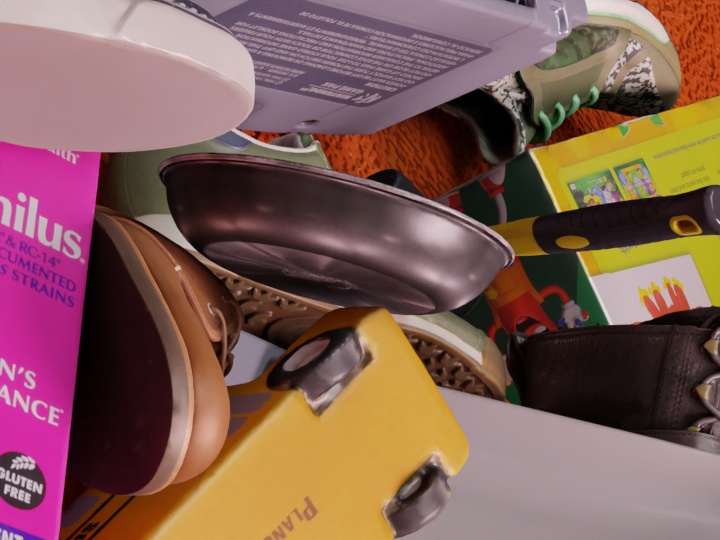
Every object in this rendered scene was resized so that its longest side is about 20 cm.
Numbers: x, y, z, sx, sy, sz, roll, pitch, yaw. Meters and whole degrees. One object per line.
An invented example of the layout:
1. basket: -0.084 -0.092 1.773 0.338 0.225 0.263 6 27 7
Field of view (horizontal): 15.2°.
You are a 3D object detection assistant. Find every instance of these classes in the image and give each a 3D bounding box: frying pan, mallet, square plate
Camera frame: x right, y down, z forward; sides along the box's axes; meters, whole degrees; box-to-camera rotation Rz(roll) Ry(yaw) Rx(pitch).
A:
1. frying pan: -0.016 -0.005 0.881 0.115 0.190 0.031 16 78 -8
2. mallet: 0.070 -0.005 1.023 0.041 0.200 0.066 -51 122 -30
3. square plate: 0.044 0.122 0.889 0.198 0.028 0.200 13 43 5

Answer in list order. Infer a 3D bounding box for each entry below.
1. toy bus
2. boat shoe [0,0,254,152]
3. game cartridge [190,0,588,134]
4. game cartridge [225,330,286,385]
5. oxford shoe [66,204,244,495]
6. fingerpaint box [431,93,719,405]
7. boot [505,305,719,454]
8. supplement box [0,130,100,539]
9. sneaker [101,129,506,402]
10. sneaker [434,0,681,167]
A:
1. toy bus: -0.055 0.094 0.820 0.200 0.078 0.065 -45 111 -34
2. boat shoe: -0.117 -0.097 0.742 0.200 0.075 0.093 13 62 -35
3. game cartridge: -0.024 -0.092 0.996 0.200 0.133 0.041 8 62 -52
4. game cartridge: -0.036 0.117 0.930 0.133 0.040 0.200 30 46 -45
5. oxford shoe: -0.064 0.017 0.829 0.071 0.071 0.200 11 14 -20
6. fingerpaint box: 0.128 0.021 1.184 0.200 0.073 0.167 -20 84 -56
7. boot: 0.120 0.098 0.990 0.069 0.200 0.174 23 75 -49
8. supplement box: -0.146 0.005 0.782 0.101 0.103 0.200 26 46 -29
9. sneaker: -0.017 -0.010 1.009 0.200 0.067 0.090 25 52 -42
10. sneaker: 0.066 -0.082 1.186 0.200 0.077 0.089 16 69 -42
